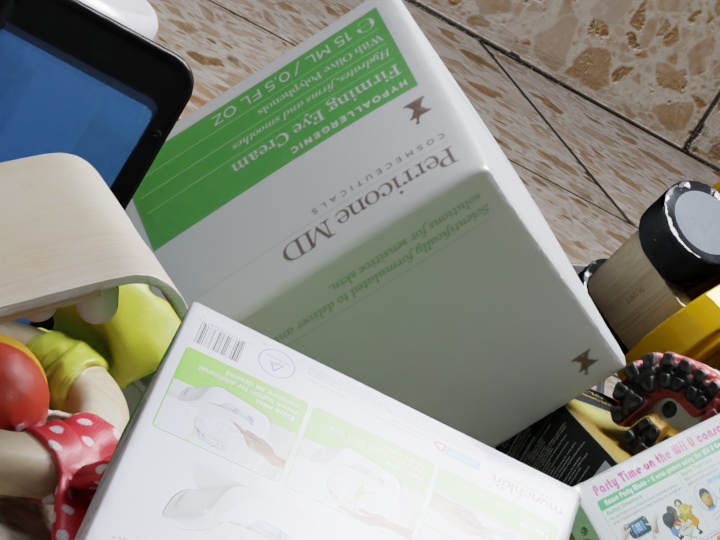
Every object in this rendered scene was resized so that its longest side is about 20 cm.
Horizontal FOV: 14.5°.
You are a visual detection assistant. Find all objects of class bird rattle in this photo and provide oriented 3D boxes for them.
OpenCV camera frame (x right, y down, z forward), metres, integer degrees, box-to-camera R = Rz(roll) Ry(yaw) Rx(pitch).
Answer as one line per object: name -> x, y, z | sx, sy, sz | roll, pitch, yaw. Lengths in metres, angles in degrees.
bird rattle -> -0.161, 0.076, 1.383 | 0.163, 0.113, 0.200 | 10, 38, -14

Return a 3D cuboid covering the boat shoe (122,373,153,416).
boat shoe -> -0.129, 0.040, 1.572 | 0.200, 0.069, 0.071 | 40, 13, 28

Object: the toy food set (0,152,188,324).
toy food set -> -0.195, 0.014, 1.351 | 0.200, 0.060, 0.144 | -14, 30, -15

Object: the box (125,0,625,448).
box -> 0.000, 0.000, 1.550 | 0.200, 0.199, 0.171 | 52, 8, -46

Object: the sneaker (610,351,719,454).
sneaker -> 0.234, 0.108, 1.527 | 0.200, 0.078, 0.082 | 39, 14, 26

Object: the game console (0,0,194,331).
game console -> -0.207, -0.052, 1.440 | 0.116, 0.200, 0.176 | 35, 13, 18

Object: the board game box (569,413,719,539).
board game box -> 0.178, 0.184, 1.408 | 0.148, 0.064, 0.200 | -20, 79, -45

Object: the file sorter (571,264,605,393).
file sorter -> 0.110, 0.056, 1.761 | 0.200, 0.125, 0.139 | 5, 0, -36

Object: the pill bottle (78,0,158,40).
pill bottle -> -0.205, -0.081, 1.553 | 0.113, 0.200, 0.113 | 30, 12, -7

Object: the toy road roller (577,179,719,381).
toy road roller -> 0.229, 0.022, 1.671 | 0.200, 0.123, 0.146 | -23, 74, -42

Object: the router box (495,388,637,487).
router box -> 0.182, 0.136, 1.601 | 0.200, 0.052, 0.157 | 23, 15, -35

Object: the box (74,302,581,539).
box -> -0.023, 0.136, 1.228 | 0.200, 0.097, 0.176 | 26, 40, -5
